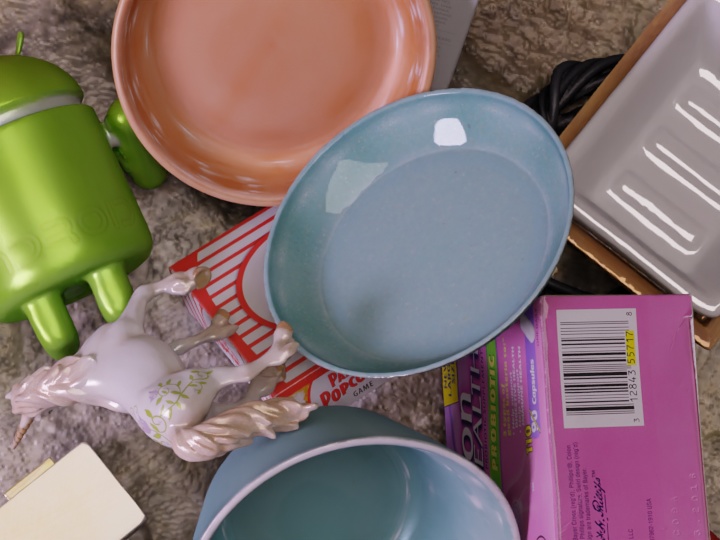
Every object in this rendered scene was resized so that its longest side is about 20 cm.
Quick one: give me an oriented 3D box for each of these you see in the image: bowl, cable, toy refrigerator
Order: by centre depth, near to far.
[{"bbox_3d":[-0.015,0.160,1.155,0.200,0.105,0.201,-6,116,-13],"label":"bowl"},{"bbox_3d":[-0.231,0.192,1.207,0.200,0.076,0.070,-38,87,-11],"label":"toy refrigerator"},{"bbox_3d":[0.164,-0.051,1.313,0.163,0.051,0.200,39,78,1],"label":"cable"}]

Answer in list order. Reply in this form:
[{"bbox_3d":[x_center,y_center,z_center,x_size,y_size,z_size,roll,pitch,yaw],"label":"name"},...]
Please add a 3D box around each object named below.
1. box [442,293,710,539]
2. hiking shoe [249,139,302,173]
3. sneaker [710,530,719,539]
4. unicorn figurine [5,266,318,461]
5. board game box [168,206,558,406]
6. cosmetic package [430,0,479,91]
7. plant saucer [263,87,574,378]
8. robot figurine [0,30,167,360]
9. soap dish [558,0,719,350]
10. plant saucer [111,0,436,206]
[{"bbox_3d":[0.126,0.115,1.199,0.097,0.200,0.176,-1,81,-14],"label":"box"},{"bbox_3d":[-0.075,-0.154,1.286,0.087,0.074,0.200,-33,96,-1],"label":"hiking shoe"},{"bbox_3d":[0.289,0.223,1.271,0.112,0.071,0.200,-35,94,-8],"label":"sneaker"},{"bbox_3d":[-0.124,0.061,1.150,0.137,0.200,0.074,-33,115,-24],"label":"unicorn figurine"},{"bbox_3d":[0.000,0.000,1.243,0.200,0.046,0.152,-33,45,-12],"label":"board game box"},{"bbox_3d":[0.053,-0.220,1.241,0.074,0.200,0.102,16,51,-4],"label":"cosmetic package"},{"bbox_3d":[0.038,-0.017,1.163,0.200,0.036,0.200,-15,53,21],"label":"plant saucer"},{"bbox_3d":[-0.206,-0.046,1.231,0.175,0.116,0.200,-26,84,-5],"label":"robot figurine"},{"bbox_3d":[0.214,-0.067,1.260,0.157,0.081,0.200,38,74,5],"label":"soap dish"},{"bbox_3d":[-0.054,-0.138,1.211,0.200,0.037,0.200,-3,114,-6],"label":"plant saucer"}]
